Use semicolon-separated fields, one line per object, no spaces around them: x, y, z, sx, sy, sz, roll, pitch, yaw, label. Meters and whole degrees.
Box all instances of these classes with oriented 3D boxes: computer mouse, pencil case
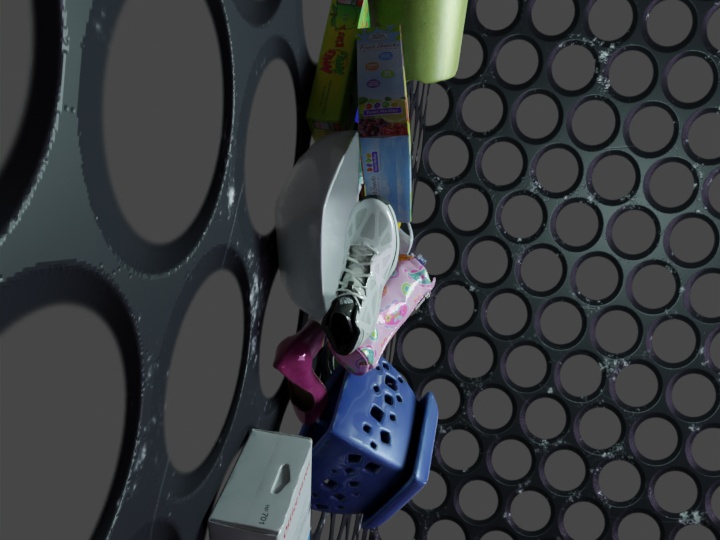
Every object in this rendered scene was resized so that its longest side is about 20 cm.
0.037;-0.101;1.084;0.110;0.043;0.202;-59;-143;34;computer mouse
0.034;0.063;0.948;0.200;0.087;0.088;-48;153;-32;pencil case

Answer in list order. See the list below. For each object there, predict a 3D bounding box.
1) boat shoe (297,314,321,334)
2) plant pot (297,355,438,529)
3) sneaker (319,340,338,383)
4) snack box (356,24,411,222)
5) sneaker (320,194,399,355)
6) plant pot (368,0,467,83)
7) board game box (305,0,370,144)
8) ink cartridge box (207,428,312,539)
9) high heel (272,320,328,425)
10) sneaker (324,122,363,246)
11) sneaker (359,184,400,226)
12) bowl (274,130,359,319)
-0.041;0.034;0.944;0.201;0.068;0.072;-51;176;-11;boat shoe
0.008;0.269;0.984;0.201;0.178;0.201;-57;-173;36;plant pot
-0.041;0.214;1.131;0.083;0.069;0.204;174;-80;-73;sneaker
0.032;-0.193;0.838;0.170;0.066;0.203;82;7;-56;snack box
0.002;0.013;0.777;0.115;0.074;0.204;-58;158;-73;sneaker
0.086;-0.396;0.961;0.201;0.196;0.187;-68;159;-57;plant pot
-0.027;-0.277;0.879;0.102;0.047;0.204;72;28;-73;board game box
-0.113;0.319;0.745;0.147;0.084;0.203;-67;162;-61;ink cartridge box
-0.095;0.167;0.876;0.096;0.067;0.203;-42;144;-44;high heel
-0.036;-0.127;0.973;0.087;0.073;0.204;170;-68;-75;sneaker
0.024;-0.129;1.006;0.091;0.069;0.202;-58;-145;29;sneaker
-0.055;-0.062;0.809;0.202;0.073;0.202;-74;168;-48;bowl
